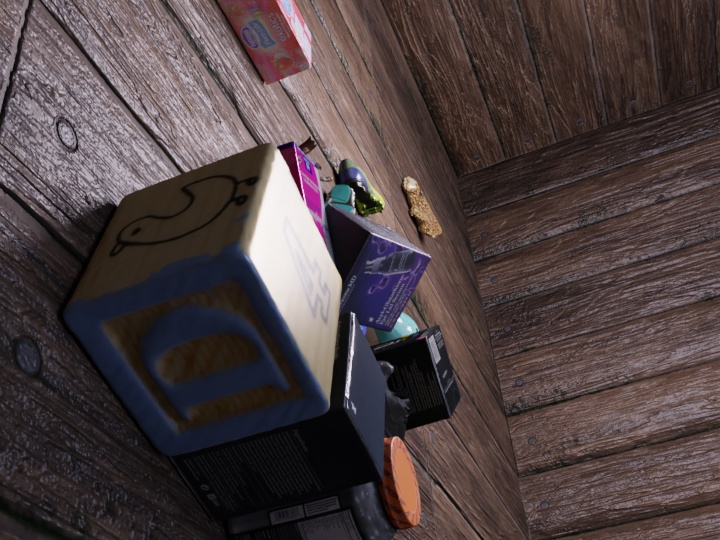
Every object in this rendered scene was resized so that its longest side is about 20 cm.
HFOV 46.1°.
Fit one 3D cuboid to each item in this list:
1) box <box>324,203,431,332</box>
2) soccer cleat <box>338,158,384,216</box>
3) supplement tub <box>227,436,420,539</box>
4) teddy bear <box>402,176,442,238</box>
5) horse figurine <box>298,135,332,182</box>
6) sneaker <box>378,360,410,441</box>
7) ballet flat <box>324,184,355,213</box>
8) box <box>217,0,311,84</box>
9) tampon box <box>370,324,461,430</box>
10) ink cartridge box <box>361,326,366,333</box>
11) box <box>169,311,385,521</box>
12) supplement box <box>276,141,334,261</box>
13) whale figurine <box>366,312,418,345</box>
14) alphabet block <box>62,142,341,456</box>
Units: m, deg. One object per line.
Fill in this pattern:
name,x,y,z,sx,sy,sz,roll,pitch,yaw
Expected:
box,0.000,0.000,1.354,0.104,0.150,0.199,34,11,33
soccer cleat,0.004,-0.183,1.880,0.200,0.063,0.085,43,31,-63
supplement tub,-0.039,0.257,0.943,0.122,0.196,0.125,-17,90,-76
teddy bear,0.178,-0.190,2.579,0.202,0.066,0.146,57,11,-30
horse figurine,-0.095,-0.112,1.387,0.131,0.049,0.205,-12,89,-40
sneaker,0.038,0.227,1.226,0.076,0.089,0.204,-155,-133,-75
ballet flat,-0.041,-0.105,1.625,0.201,0.070,0.073,-72,142,-66
box,-0.164,-0.438,1.457,0.201,0.093,0.104,58,21,-46
tampon box,0.042,0.182,1.336,0.150,0.196,0.129,-17,90,-77
ink cartridge box,-0.044,0.030,1.494,0.095,0.043,0.203,-77,148,-60
box,-0.080,0.154,0.901,0.150,0.196,0.108,-85,153,-55
supplement box,-0.108,-0.068,1.247,0.101,0.101,0.205,38,39,-67
whale figurine,0.054,0.108,1.655,0.161,0.102,0.202,-89,159,-50
alphabet block,-0.139,0.028,0.838,0.202,0.191,0.199,-87,157,-55
